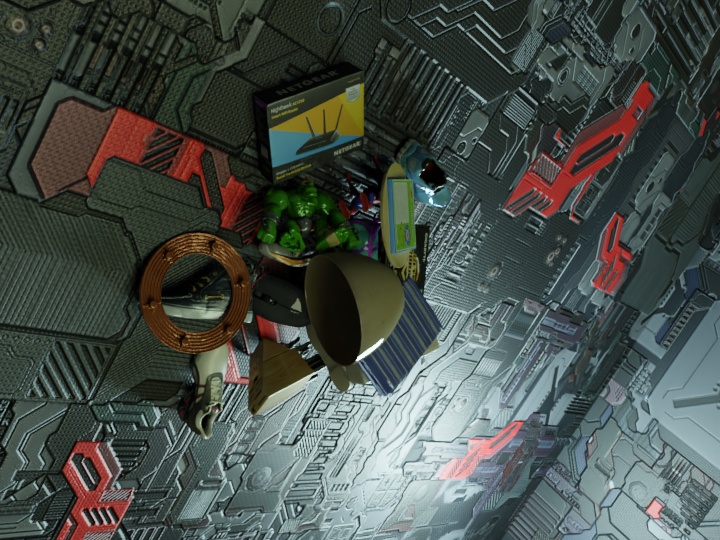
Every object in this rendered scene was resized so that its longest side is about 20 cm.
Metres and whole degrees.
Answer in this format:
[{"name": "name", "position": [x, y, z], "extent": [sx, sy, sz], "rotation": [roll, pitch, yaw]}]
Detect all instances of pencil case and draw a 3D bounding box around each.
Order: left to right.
[{"name": "pencil case", "position": [0.000, 0.000, 1.493], "extent": [0.084, 0.091, 0.206], "rotation": [4, 87, -37]}]

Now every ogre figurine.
[{"name": "ogre figurine", "position": [-0.101, -0.093, 1.335], "extent": [0.196, 0.122, 0.099], "rotation": [-11, 146, -19]}]

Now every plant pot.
[{"name": "plant pot", "position": [0.002, 0.054, 1.368], "extent": [0.132, 0.200, 0.204], "rotation": [-17, 132, -29]}]

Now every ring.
[{"name": "ring", "position": [-0.273, 0.038, 1.274], "extent": [0.197, 0.019, 0.206], "rotation": [0, 91, -34]}]

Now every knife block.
[{"name": "knife block", "position": [-0.138, 0.218, 1.527], "extent": [0.173, 0.202, 0.064], "rotation": [24, 123, -24]}]

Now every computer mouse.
[{"name": "computer mouse", "position": [-0.153, 0.064, 1.429], "extent": [0.196, 0.053, 0.141], "rotation": [13, 109, -29]}]

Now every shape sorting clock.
[{"name": "shape sorting clock", "position": [0.069, -0.108, 1.481], "extent": [0.199, 0.038, 0.206], "rotation": [-1, 90, -67]}]

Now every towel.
[{"name": "towel", "position": [0.071, 0.132, 1.492], "extent": [0.200, 0.024, 0.146], "rotation": [-47, 116, -25]}]

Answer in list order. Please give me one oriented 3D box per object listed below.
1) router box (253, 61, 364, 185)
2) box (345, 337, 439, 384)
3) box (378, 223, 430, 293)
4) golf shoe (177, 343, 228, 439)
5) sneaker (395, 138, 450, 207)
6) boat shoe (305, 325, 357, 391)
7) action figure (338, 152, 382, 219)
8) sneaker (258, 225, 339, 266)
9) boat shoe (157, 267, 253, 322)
[{"name": "router box", "position": [-0.084, -0.252, 1.287], "extent": [0.198, 0.051, 0.152], "rotation": [-28, 136, -28]}, {"name": "box", "position": [0.061, 0.158, 1.544], "extent": [0.197, 0.068, 0.084], "rotation": [-19, 95, -29]}, {"name": "box", "position": [0.082, 0.001, 1.610], "extent": [0.158, 0.049, 0.205], "rotation": [0, 97, -51]}, {"name": "golf shoe", "position": [-0.285, 0.224, 1.450], "extent": [0.076, 0.088, 0.204], "rotation": [-2, 120, -43]}, {"name": "sneaker", "position": [0.143, -0.182, 1.556], "extent": [0.079, 0.090, 0.200], "rotation": [-49, 143, -1]}, {"name": "boat shoe", "position": [-0.058, 0.154, 1.574], "extent": [0.066, 0.204, 0.057], "rotation": [-29, 173, 38]}, {"name": "action figure", "position": [0.002, -0.162, 1.424], "extent": [0.064, 0.101, 0.200], "rotation": [-15, -174, 15]}, {"name": "sneaker", "position": [-0.112, -0.052, 1.420], "extent": [0.198, 0.077, 0.079], "rotation": [-1, 108, -50]}, {"name": "boat shoe", "position": [-0.281, 0.039, 1.323], "extent": [0.196, 0.070, 0.093], "rotation": [7, 85, -31]}]
